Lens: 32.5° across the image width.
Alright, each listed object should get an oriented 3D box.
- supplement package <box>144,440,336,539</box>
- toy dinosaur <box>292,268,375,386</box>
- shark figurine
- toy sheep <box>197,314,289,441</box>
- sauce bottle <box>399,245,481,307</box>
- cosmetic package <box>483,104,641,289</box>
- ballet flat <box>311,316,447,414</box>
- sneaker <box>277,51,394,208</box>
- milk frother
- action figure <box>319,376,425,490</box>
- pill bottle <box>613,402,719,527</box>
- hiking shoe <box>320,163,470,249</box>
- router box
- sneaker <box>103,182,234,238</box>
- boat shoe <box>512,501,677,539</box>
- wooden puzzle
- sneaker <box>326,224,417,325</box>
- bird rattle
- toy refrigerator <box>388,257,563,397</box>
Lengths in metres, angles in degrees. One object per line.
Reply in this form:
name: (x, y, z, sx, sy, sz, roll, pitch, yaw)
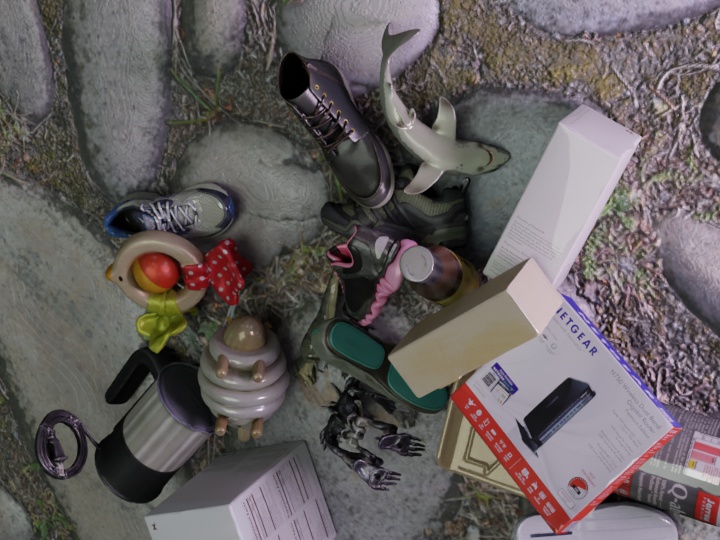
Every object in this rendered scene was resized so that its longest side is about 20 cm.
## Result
supplement package: (-0.159, 0.350, 1.681, 0.150, 0.200, 0.153, -13, 101, 31)
toy dinosaur: (-0.035, 0.084, 1.619, 0.088, 0.047, 0.202, 31, 115, 23)
shark figurine: (0.063, -0.178, 1.463, 0.128, 0.089, 0.215, -39, 96, -2)
toy sheep: (-0.157, 0.148, 1.654, 0.136, 0.138, 0.203, 21, 122, 20)
sauce bottle: (0.092, 0.006, 1.433, 0.064, 0.200, 0.066, -2, 82, 16)
cosmetic package: (0.228, -0.073, 1.390, 0.084, 0.107, 0.202, 30, 117, 14)
ballet flat: (0.023, 0.121, 1.572, 0.199, 0.068, 0.063, 33, 157, -20)
sneaker: (-0.036, -0.164, 1.466, 0.074, 0.106, 0.202, -34, 73, 21)
milk frother: (-0.324, 0.220, 1.726, 0.181, 0.199, 0.188, 48, 121, 9)
action figure: (0.012, 0.212, 1.595, 0.101, 0.200, 0.120, 29, 96, -25)
pill bottle: (0.385, 0.223, 1.402, 0.197, 0.116, 0.118, 16, 114, 23)
hiking shoe: (0.045, -0.082, 1.514, 0.197, 0.076, 0.102, 8, 94, 23)
router box: (0.228, 0.159, 1.391, 0.180, 0.049, 0.201, -46, 65, 14)
sneaker: (-0.260, -0.067, 1.660, 0.197, 0.085, 0.078, -6, 104, 28)
boat shoe: (0.286, 0.312, 1.515, 0.197, 0.071, 0.073, 1, 95, 6)
wooden puzzle: (0.205, 0.173, 1.468, 0.197, 0.046, 0.188, 15, 96, 19)
sneaker: (0.000, 0.000, 1.500, 0.094, 0.080, 0.200, 24, 152, -5)
bird rattle: (-0.249, 0.013, 1.641, 0.162, 0.114, 0.199, 35, 134, -23)
toy refrigerator: (0.130, 0.070, 1.398, 0.199, 0.076, 0.070, -33, 98, 41)
